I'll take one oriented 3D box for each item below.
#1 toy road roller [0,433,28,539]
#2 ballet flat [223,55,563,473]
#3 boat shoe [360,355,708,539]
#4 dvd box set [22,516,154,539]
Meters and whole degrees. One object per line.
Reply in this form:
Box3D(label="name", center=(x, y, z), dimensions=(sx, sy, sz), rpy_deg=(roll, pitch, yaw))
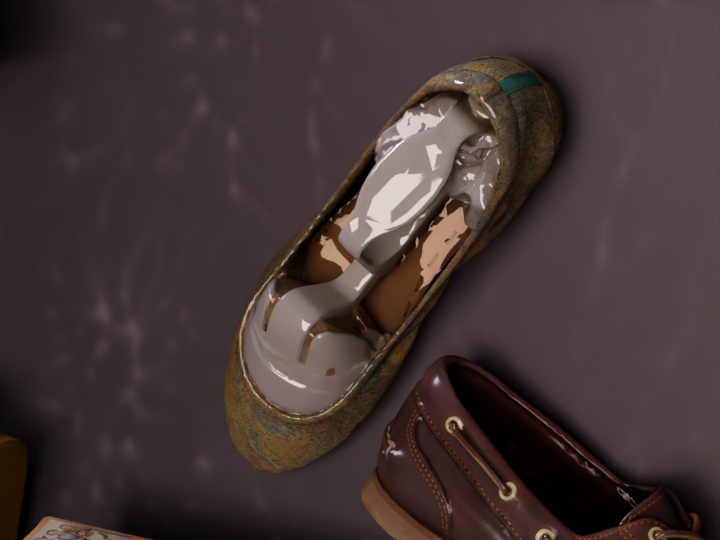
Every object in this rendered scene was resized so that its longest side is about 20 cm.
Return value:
Box3D(label="toy road roller", center=(-0.232, 0.140, 0.873), dimensions=(0.122, 0.146, 0.201), rpy_deg=(17, 102, 19))
Box3D(label="ballet flat", center=(0.000, 0.000, 0.807), dimensions=(0.071, 0.071, 0.200), rpy_deg=(43, 109, 13))
Box3D(label="boat shoe", center=(0.091, 0.108, 0.778), dimensions=(0.200, 0.070, 0.071), rpy_deg=(34, 111, 16))
Box3D(label="dvd box set", center=(-0.039, 0.183, 0.840), dimensions=(0.199, 0.029, 0.147), rpy_deg=(10, 117, 21))
